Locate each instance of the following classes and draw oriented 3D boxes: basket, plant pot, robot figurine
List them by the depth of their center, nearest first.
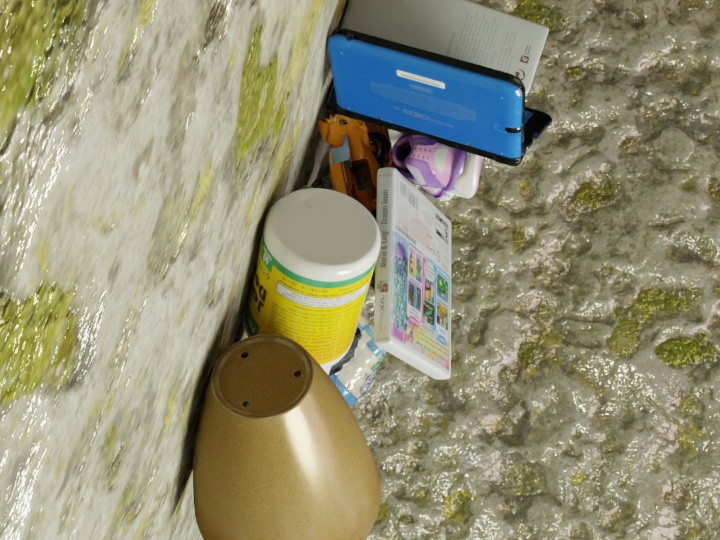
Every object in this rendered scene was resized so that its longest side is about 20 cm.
[{"bbox_3d":[-0.078,0.158,1.245,0.201,0.185,0.187,85,20,-50],"label":"plant pot"},{"bbox_3d":[0.011,-0.071,1.439,0.145,0.058,0.202,-19,99,-68],"label":"robot figurine"},{"bbox_3d":[-0.058,0.142,1.908,0.200,0.139,0.176,-37,177,1],"label":"basket"}]

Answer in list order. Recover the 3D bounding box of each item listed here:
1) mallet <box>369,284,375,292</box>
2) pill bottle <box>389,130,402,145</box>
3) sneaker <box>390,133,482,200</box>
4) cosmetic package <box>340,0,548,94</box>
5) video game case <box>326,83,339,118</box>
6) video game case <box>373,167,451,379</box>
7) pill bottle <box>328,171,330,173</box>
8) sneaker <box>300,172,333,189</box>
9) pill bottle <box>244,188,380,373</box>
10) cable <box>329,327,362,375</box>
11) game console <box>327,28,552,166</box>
[{"bbox_3d":[0.000,0.000,1.550,0.041,0.200,0.066,-37,175,-18],"label":"mallet"},{"bbox_3d":[0.039,-0.187,1.726,0.200,0.113,0.114,93,16,-79],"label":"pill bottle"},{"bbox_3d":[0.073,-0.121,1.433,0.200,0.088,0.081,-159,-103,-84],"label":"sneaker"},{"bbox_3d":[0.085,-0.240,1.366,0.101,0.199,0.072,-37,145,-86],"label":"cosmetic package"},{"bbox_3d":[-0.005,-0.233,1.527,0.200,0.019,0.144,86,23,-86],"label":"video game case"},{"bbox_3d":[0.058,0.008,1.416,0.200,0.024,0.184,35,54,-65],"label":"video game case"},{"bbox_3d":[0.000,-0.079,1.690,0.200,0.109,0.110,85,24,-83],"label":"pill bottle"},{"bbox_3d":[-0.043,-0.060,1.440,0.201,0.076,0.089,-73,169,-52],"label":"sneaker"},{"bbox_3d":[-0.053,0.027,1.305,0.201,0.112,0.113,106,4,-45],"label":"pill bottle"},{"bbox_3d":[-0.090,0.133,1.556,0.200,0.051,0.163,-31,171,-47],"label":"cable"},{"bbox_3d":[0.084,-0.190,1.327,0.171,0.199,0.119,81,31,-56],"label":"game console"}]
